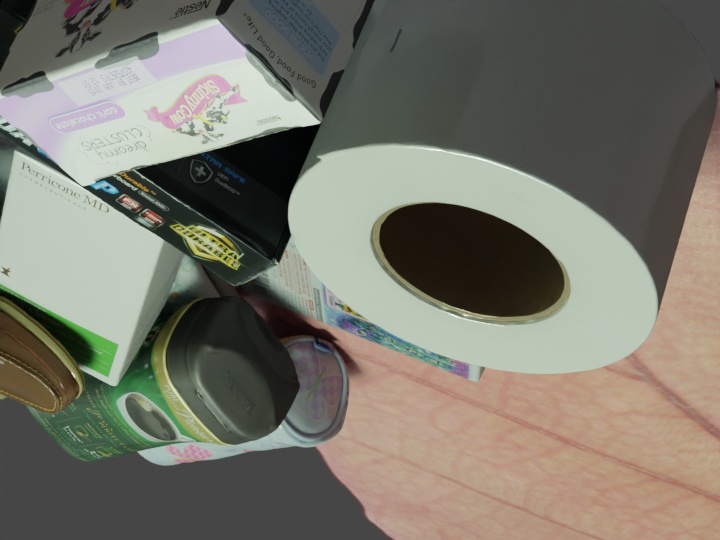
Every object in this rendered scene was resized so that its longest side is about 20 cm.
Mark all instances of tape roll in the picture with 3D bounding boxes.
[{"bbox_3d":[0.077,-0.056,0.959,0.202,0.139,0.203,17,149,10],"label":"tape roll"}]

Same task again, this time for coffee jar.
[{"bbox_3d":[-0.143,0.078,1.282,0.200,0.085,0.104,-9,129,39],"label":"coffee jar"}]

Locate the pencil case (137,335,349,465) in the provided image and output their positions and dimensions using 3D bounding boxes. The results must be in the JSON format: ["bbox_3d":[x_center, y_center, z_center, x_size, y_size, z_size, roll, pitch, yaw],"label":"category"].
[{"bbox_3d":[-0.100,0.102,1.382,0.091,0.083,0.200,24,155,-36],"label":"pencil case"}]

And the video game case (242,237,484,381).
[{"bbox_3d":[0.000,0.000,1.177,0.182,0.024,0.200,21,159,10],"label":"video game case"}]

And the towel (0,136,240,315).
[{"bbox_3d":[-0.188,-0.023,1.278,0.171,0.048,0.200,4,146,23],"label":"towel"}]

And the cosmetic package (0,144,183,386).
[{"bbox_3d":[-0.167,-0.025,1.141,0.108,0.085,0.200,27,145,1],"label":"cosmetic package"}]

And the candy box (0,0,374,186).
[{"bbox_3d":[-0.065,-0.149,0.838,0.168,0.200,0.072,-10,138,42],"label":"candy box"}]

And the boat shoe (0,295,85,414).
[{"bbox_3d":[-0.276,0.044,1.169,0.200,0.068,0.072,29,144,5],"label":"boat shoe"}]

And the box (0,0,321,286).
[{"bbox_3d":[-0.108,-0.109,0.971,0.200,0.159,0.046,34,146,-20],"label":"box"}]

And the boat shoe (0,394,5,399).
[{"bbox_3d":[-0.289,-0.004,1.249,0.068,0.072,0.200,-33,101,26],"label":"boat shoe"}]
